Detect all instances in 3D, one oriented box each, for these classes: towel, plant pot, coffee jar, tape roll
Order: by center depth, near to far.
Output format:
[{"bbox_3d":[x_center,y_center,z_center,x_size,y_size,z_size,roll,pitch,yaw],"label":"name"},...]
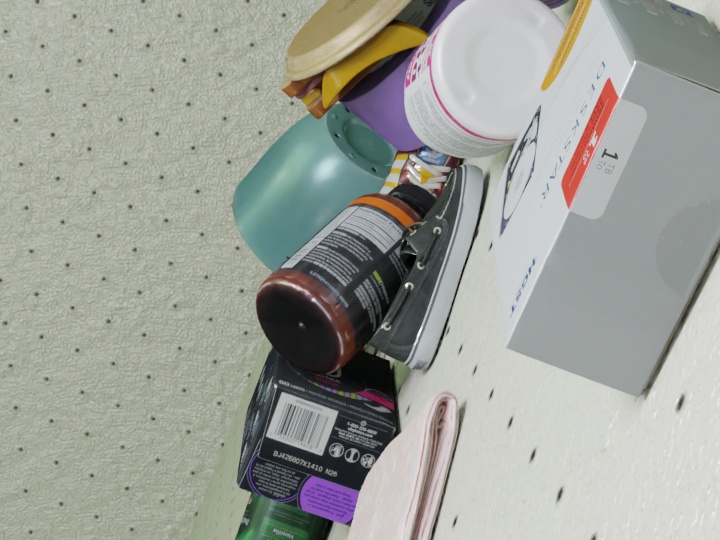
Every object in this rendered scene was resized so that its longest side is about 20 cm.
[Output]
[{"bbox_3d":[0.016,0.209,1.195,0.200,0.032,0.192,123,166,-60],"label":"towel"},{"bbox_3d":[-0.099,0.318,1.579,0.104,0.085,0.202,141,149,-77],"label":"coffee jar"},{"bbox_3d":[0.068,-0.225,1.582,0.200,0.085,0.201,-43,22,23],"label":"tape roll"},{"bbox_3d":[-0.026,-0.095,1.824,0.161,0.199,0.201,-51,16,36],"label":"plant pot"}]

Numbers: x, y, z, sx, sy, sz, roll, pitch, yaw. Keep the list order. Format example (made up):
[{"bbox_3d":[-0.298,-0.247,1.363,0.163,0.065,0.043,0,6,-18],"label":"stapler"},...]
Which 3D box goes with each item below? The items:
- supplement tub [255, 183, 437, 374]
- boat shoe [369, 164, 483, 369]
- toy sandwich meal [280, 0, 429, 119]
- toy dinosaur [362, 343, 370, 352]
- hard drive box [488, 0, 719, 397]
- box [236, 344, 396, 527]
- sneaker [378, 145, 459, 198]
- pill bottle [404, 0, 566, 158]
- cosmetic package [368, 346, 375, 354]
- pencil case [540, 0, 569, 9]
[{"bbox_3d":[0.000,0.000,1.448,0.200,0.107,0.107,-42,-12,-38],"label":"supplement tub"},{"bbox_3d":[0.061,-0.012,1.391,0.069,0.056,0.202,125,164,-66],"label":"boat shoe"},{"bbox_3d":[0.006,-0.228,1.519,0.204,0.070,0.206,-35,20,15],"label":"toy sandwich meal"},{"bbox_3d":[0.003,0.073,1.651,0.088,0.047,0.202,-153,66,-68],"label":"toy dinosaur"},{"bbox_3d":[0.134,-0.053,0.824,0.200,0.076,0.157,-87,18,-69],"label":"hard drive box"},{"bbox_3d":[-0.040,0.140,1.477,0.200,0.121,0.107,-96,27,-75],"label":"box"},{"bbox_3d":[0.056,-0.085,1.589,0.201,0.074,0.090,-79,11,-48],"label":"sneaker"},{"bbox_3d":[0.097,-0.152,1.272,0.200,0.112,0.114,159,131,-82],"label":"pill bottle"},{"bbox_3d":[0.023,-0.005,1.721,0.083,0.050,0.202,-105,36,-78],"label":"cosmetic package"},{"bbox_3d":[0.138,-0.255,1.226,0.086,0.084,0.200,-57,-6,10],"label":"pencil case"}]
